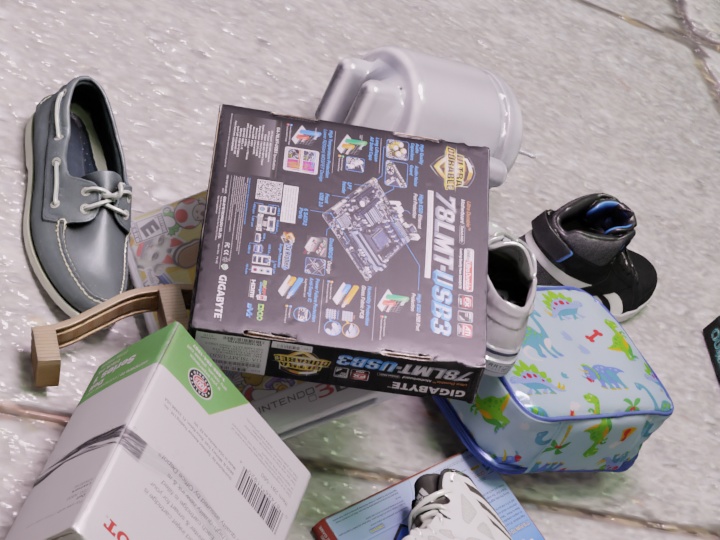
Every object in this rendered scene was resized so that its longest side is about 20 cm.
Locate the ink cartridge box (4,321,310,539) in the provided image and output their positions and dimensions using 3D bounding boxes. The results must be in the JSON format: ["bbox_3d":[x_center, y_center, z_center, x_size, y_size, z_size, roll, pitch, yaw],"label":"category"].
[{"bbox_3d":[-0.125,0.155,1.210,0.146,0.084,0.201,51,33,-20],"label":"ink cartridge box"}]

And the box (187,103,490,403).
[{"bbox_3d":[-0.011,-0.014,1.333,0.197,0.050,0.201,9,51,-6],"label":"box"}]

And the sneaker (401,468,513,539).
[{"bbox_3d":[0.039,0.195,1.354,0.200,0.076,0.116,15,36,-46],"label":"sneaker"}]

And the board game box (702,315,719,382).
[{"bbox_3d":[0.419,0.127,1.854,0.199,0.028,0.136,18,43,-33],"label":"board game box"}]

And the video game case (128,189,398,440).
[{"bbox_3d":[-0.062,0.021,1.380,0.181,0.023,0.201,-20,62,-4],"label":"video game case"}]

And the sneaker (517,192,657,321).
[{"bbox_3d":[0.221,-0.014,1.720,0.199,0.112,0.073,2,54,-44],"label":"sneaker"}]

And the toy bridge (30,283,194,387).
[{"bbox_3d":[-0.125,0.039,1.325,0.198,0.027,0.067,-5,44,-15],"label":"toy bridge"}]

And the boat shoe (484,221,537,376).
[{"bbox_3d":[0.111,0.006,1.502,0.073,0.067,0.201,22,28,-13],"label":"boat shoe"}]

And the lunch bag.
[{"bbox_3d":[0.143,0.083,1.562,0.199,0.083,0.161,1,45,-44],"label":"lunch bag"}]

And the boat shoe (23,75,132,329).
[{"bbox_3d":[-0.195,-0.052,1.383,0.072,0.062,0.201,15,46,-35],"label":"boat shoe"}]

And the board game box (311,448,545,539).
[{"bbox_3d":[0.057,0.199,1.430,0.199,0.019,0.103,-17,67,-51],"label":"board game box"}]

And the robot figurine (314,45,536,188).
[{"bbox_3d":[0.058,-0.125,1.664,0.199,0.113,0.170,10,30,-39],"label":"robot figurine"}]
